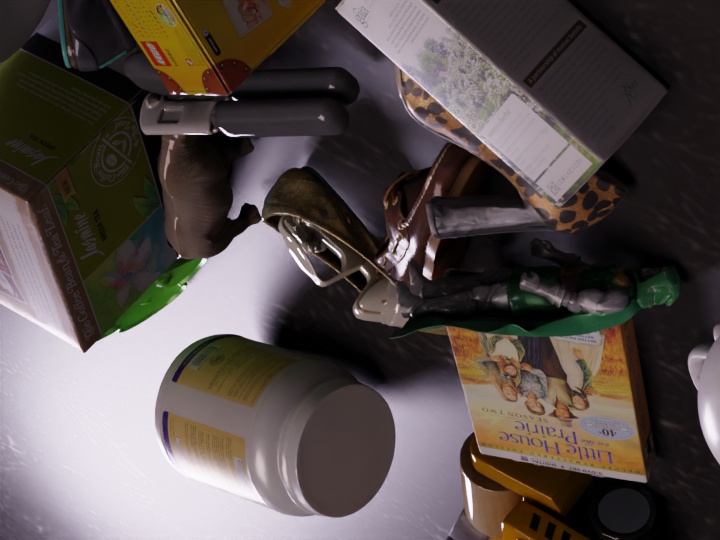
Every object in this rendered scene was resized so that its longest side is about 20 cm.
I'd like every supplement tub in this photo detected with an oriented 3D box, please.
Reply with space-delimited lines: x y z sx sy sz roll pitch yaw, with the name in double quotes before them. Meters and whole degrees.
"supplement tub" -0.079 0.144 1.960 0.200 0.145 0.146 14 142 45

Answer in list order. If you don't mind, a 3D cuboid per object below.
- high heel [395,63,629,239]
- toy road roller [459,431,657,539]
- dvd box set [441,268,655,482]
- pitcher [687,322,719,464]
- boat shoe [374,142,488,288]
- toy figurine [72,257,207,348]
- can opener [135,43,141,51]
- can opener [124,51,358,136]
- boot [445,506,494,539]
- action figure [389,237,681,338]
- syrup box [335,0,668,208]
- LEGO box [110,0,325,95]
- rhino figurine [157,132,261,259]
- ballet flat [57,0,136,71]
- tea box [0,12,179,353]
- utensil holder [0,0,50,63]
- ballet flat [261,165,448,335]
"high heel" 0.102 -0.119 1.440 0.142 0.071 0.201 -5 112 19
"toy road roller" 0.148 0.233 1.768 0.200 0.146 0.123 29 151 26
"dvd box set" 0.145 0.083 1.634 0.146 0.029 0.200 9 141 22
"pitcher" 0.274 0.087 1.426 0.172 0.121 0.200 47 170 29
"boat shoe" 0.046 -0.039 1.590 0.070 0.070 0.200 34 153 10
"toy figurine" -0.251 -0.043 1.988 0.184 0.150 0.200 55 180 6
"can opener" -0.141 -0.226 1.616 0.200 0.052 0.067 107 148 -60
"can opener" -0.095 -0.131 1.605 0.199 0.053 0.066 5 157 33
"boot" 0.170 0.290 1.950 0.200 0.069 0.189 32 145 7
"action figure" 0.128 0.014 1.505 0.199 0.118 0.055 -2 112 15
"syrup box" 0.089 -0.143 1.362 0.200 0.081 0.079 43 152 2
"LEGO box" -0.110 -0.240 1.420 0.077 0.149 0.200 8 137 51
"rhino figurine" -0.134 -0.089 1.750 0.060 0.087 0.200 26 145 27
"ballet flat" -0.210 -0.252 1.618 0.073 0.073 0.201 -19 83 61
"tea box" -0.238 -0.079 1.790 0.133 0.197 0.200 28 151 29
"utensil holder" -0.370 -0.268 1.734 0.199 0.170 0.170 24 149 28
"ballet flat" 0.000 0.000 1.721 0.200 0.071 0.071 42 154 2
